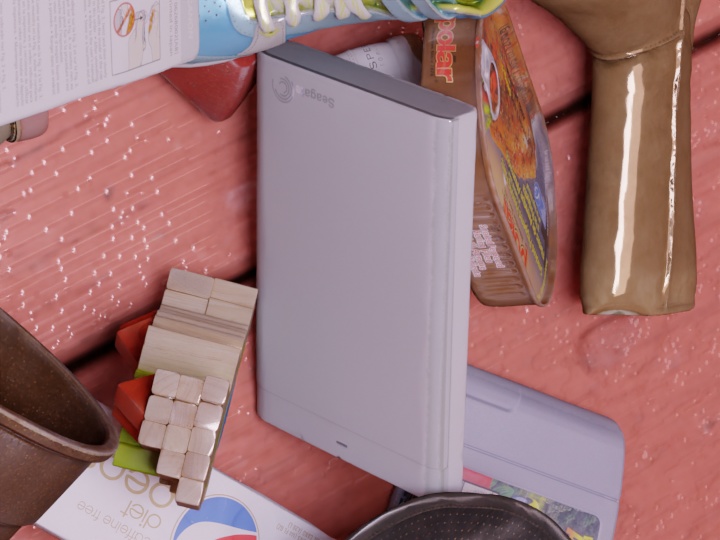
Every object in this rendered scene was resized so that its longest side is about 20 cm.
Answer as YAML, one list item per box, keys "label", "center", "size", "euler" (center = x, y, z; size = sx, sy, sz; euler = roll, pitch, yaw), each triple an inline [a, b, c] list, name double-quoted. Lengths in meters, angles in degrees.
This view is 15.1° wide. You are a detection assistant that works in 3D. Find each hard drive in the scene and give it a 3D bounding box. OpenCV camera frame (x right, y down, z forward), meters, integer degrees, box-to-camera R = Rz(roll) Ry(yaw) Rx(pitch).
- label: "hard drive"
  center: [0.000, 0.000, 1.334]
  size: [0.026, 0.131, 0.201]
  euler: [-22, 123, -41]

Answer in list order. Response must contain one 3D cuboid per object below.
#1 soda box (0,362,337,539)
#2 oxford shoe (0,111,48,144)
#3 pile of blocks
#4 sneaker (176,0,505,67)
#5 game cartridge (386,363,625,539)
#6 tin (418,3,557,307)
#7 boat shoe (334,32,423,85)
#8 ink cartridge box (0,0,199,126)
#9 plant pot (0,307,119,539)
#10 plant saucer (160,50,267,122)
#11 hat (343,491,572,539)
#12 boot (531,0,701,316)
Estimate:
- label: "soda box"
  center: [-0.111, 0.116, 1.354]
  size: [0.199, 0.064, 0.068]
  euler: [33, 81, -29]
- label: "oxford shoe"
  center: [-0.209, -0.142, 1.261]
  size: [0.073, 0.071, 0.201]
  euler: [-26, 108, -20]
- label: "pile of blocks"
  center: [-0.093, 0.058, 1.303]
  size: [0.062, 0.200, 0.083]
  euler: [14, 107, -1]
- label: "sneaker"
  center: [-0.013, -0.143, 1.272]
  size: [0.199, 0.130, 0.080]
  euler: [-22, 108, -23]
- label: "game cartridge"
  center: [0.070, 0.162, 1.477]
  size: [0.133, 0.041, 0.201]
  euler: [21, 87, -33]
- label: "tin"
  center: [0.066, -0.057, 1.377]
  size: [0.200, 0.042, 0.113]
  euler: [65, 21, -56]
- label: "boat shoe"
  center: [0.011, -0.020, 1.404]
  size: [0.069, 0.071, 0.202]
  euler: [-11, 106, -11]
- label: "ink cartridge box"
  center: [-0.143, -0.152, 1.163]
  size: [0.200, 0.050, 0.163]
  euler: [-28, 123, -56]
- label: "plant pot"
  center: [-0.244, 0.094, 1.204]
  size: [0.200, 0.200, 0.199]
  euler: [35, 96, -28]
- label: "plant saucer"
  center: [-0.071, -0.208, 1.326]
  size: [0.200, 0.037, 0.200]
  euler: [42, 77, -27]
- label: "hat"
  center: [0.028, 0.195, 1.369]
  size: [0.199, 0.081, 0.202]
  euler: [-4, 107, -14]
- label: "boot"
  center: [0.135, -0.074, 1.437]
  size: [0.175, 0.066, 0.202]
  euler: [-5, 100, -52]
